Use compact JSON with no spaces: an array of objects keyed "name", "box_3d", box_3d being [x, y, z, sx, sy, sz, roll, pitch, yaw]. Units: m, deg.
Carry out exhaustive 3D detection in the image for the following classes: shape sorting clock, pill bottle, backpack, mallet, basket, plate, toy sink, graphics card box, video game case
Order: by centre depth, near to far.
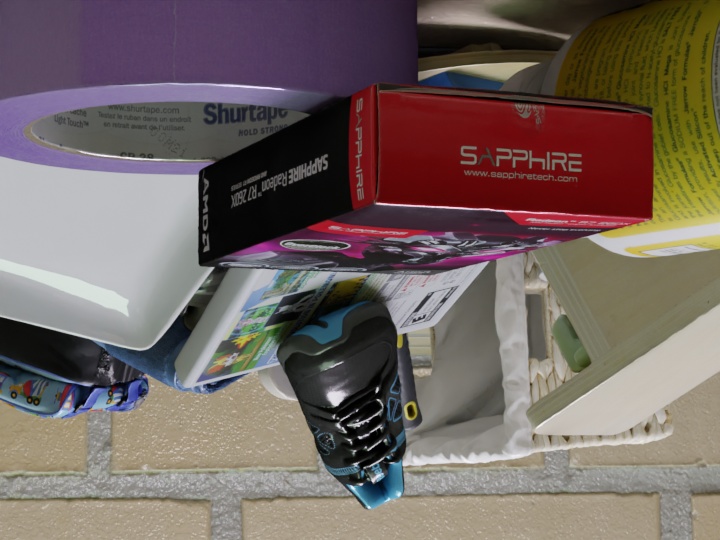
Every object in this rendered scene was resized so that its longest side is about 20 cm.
[{"name":"graphics card box","box_3d":[0.020,-0.033,0.769,0.125,0.051,0.200,2,174,-25]},{"name":"pill bottle","box_3d":[0.151,-0.066,0.788,0.112,0.113,0.200,4,172,-38]},{"name":"shape sorting clock","box_3d":[0.032,-0.082,0.950,0.199,0.039,0.200,-11,173,-1]},{"name":"plate","box_3d":[-0.169,-0.035,0.959,0.199,0.032,0.200,16,144,-21]},{"name":"video game case","box_3d":[0.000,0.000,1.046,0.182,0.022,0.200,-13,159,-27]},{"name":"toy sink","box_3d":[0.176,-0.003,1.047,0.200,0.112,0.130,-38,156,25]},{"name":"mallet","box_3d":[0.008,0.020,1.170,0.066,0.201,0.041,-16,-153,-25]},{"name":"backpack","box_3d":[-0.218,0.032,1.428,0.182,0.135,0.200,16,-171,24]},{"name":"basket","box_3d":[0.126,0.052,1.445,0.160,0.199,0.200,1,173,-29]}]

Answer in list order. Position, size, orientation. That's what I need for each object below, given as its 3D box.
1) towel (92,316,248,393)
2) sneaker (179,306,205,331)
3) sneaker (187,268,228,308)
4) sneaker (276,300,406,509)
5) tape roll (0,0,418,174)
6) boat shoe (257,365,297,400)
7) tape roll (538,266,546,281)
[{"name":"towel","box_3d":[-0.158,0.018,1.238,0.199,0.049,0.112,30,-147,21]},{"name":"sneaker","box_3d":[-0.074,-0.023,1.147,0.076,0.115,0.199,-1,172,-18]},{"name":"sneaker","box_3d":[-0.154,-0.015,1.096,0.199,0.075,0.082,22,155,22]},{"name":"sneaker","box_3d":[0.001,0.082,1.099,0.073,0.082,0.200,-24,157,-3]},{"name":"tape roll","box_3d":[-0.075,-0.089,0.775,0.199,0.066,0.200,0,174,0]},{"name":"boat shoe","box_3d":[-0.015,0.012,1.237,0.200,0.075,0.093,-42,-152,-28]},{"name":"tape roll","box_3d":[0.223,-0.032,1.271,0.201,0.071,0.202,0,174,0]}]
